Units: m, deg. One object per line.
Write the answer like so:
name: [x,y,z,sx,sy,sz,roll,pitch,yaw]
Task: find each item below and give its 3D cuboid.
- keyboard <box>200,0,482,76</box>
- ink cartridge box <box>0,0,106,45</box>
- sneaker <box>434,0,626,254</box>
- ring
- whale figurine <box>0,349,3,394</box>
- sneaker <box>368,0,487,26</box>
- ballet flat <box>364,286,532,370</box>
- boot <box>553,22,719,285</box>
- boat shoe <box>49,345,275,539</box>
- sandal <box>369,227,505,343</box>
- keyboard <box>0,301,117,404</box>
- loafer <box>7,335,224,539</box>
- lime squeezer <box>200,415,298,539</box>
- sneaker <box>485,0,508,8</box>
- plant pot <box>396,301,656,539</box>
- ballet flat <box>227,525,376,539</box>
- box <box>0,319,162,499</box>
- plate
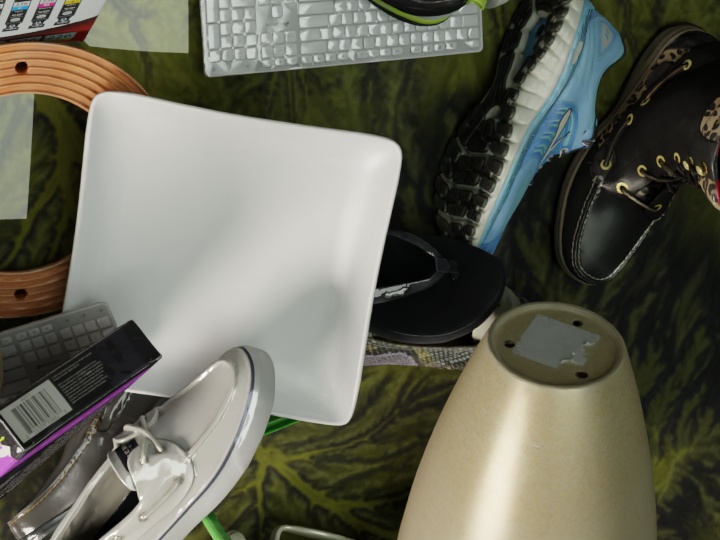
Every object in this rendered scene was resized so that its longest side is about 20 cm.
keyboard: [-0.011,-0.167,1.486,0.199,0.011,0.057,-7,108,-20]
ink cartridge box: [-0.248,-0.186,1.292,0.199,0.176,0.084,-9,81,-19]
sneaker: [0.125,-0.091,1.536,0.090,0.078,0.201,25,95,-29]
ring: [-0.217,-0.058,1.413,0.199,0.019,0.202,-10,124,-15]
whale figurine: [-0.322,0.073,1.372,0.199,0.104,0.160,-18,88,4]
sneaker: [-0.005,-0.221,1.427,0.199,0.083,0.072,23,84,-18]
ballet flat: [0.056,0.032,1.542,0.199,0.072,0.073,0,106,-21]
boot: [0.219,-0.068,1.538,0.073,0.151,0.201,29,94,-26]
boat shoe: [-0.131,0.124,1.413,0.065,0.072,0.200,24,115,-38]
sandal: [0.000,0.001,1.482,0.199,0.043,0.077,9,64,-3]
keyboard: [-0.247,0.072,1.433,0.199,0.011,0.057,-17,111,6]
loafer: [-0.168,0.100,1.487,0.072,0.073,0.200,45,80,-4]
lime squeezer: [-0.092,0.136,1.482,0.070,0.200,0.038,22,115,4]
sneaker: [0.082,-0.280,1.461,0.079,0.078,0.201,-26,110,-22]
plant pot: [0.121,0.127,1.507,0.186,0.188,0.201,-11,129,-19]
ballet flat: [-0.070,0.214,1.555,0.199,0.072,0.073,-2,107,-21]
box: [-0.225,0.117,1.374,0.036,0.143,0.200,50,127,3]
plate: [-0.086,-0.009,1.425,0.198,0.032,0.201,9,111,-4]
